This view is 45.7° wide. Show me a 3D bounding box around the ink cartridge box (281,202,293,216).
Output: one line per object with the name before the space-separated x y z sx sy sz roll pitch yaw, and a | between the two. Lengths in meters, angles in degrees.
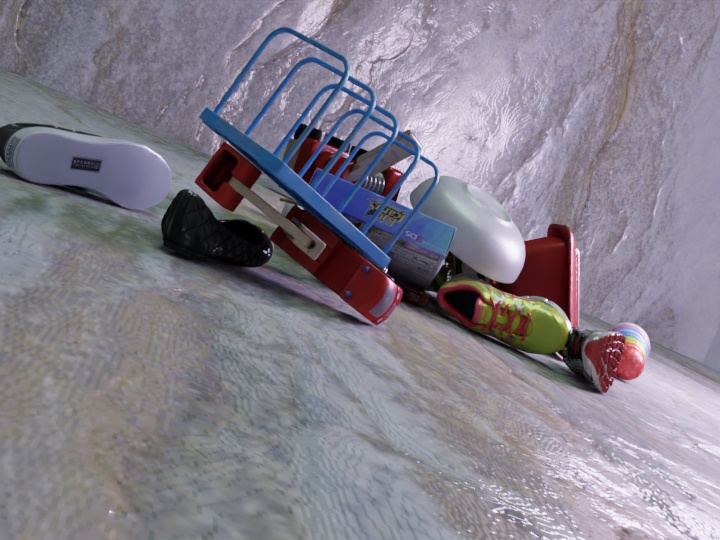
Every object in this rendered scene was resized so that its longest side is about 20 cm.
ink cartridge box | -0.025 -0.058 1.548 0.198 0.044 0.173 19 6 -41

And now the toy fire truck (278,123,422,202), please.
toy fire truck | 0.009 -0.140 1.199 0.174 0.131 0.198 16 6 -45

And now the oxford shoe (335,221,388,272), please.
oxford shoe | -0.012 -0.007 1.062 0.085 0.072 0.200 49 -4 -9

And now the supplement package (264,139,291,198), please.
supplement package | -0.151 -0.277 2.551 0.198 0.154 0.149 27 7 39

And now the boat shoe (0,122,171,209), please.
boat shoe | -0.286 -0.112 0.884 0.066 0.071 0.198 28 15 33

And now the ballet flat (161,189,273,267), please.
ballet flat | -0.129 -0.039 0.841 0.066 0.058 0.200 25 6 15

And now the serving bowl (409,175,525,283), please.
serving bowl | 0.168 -0.073 1.240 0.198 0.066 0.201 33 23 -16

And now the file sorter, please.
file sorter | -0.030 -0.121 0.849 0.138 0.123 0.200 38 -1 40

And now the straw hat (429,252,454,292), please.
straw hat | 0.128 -0.005 1.410 0.084 0.205 0.199 -24 -25 33

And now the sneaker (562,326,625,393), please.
sneaker | 0.304 0.115 1.139 0.081 0.079 0.200 20 -5 18

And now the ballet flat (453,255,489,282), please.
ballet flat | 0.172 -0.009 1.306 0.067 0.068 0.201 -5 33 9

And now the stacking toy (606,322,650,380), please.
stacking toy | 0.453 0.141 1.450 0.084 0.087 0.200 24 9 14

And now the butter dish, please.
butter dish | 0.263 0.029 1.355 0.144 0.205 0.199 0 4 2

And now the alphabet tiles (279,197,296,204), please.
alphabet tiles | -0.022 -0.089 1.349 0.197 0.006 0.166 11 6 -29

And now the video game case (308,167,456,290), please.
video game case | 0.021 -0.052 1.161 0.197 0.046 0.182 24 -14 3

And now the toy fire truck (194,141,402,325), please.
toy fire truck | -0.054 -0.031 0.818 0.199 0.049 0.141 39 0 18

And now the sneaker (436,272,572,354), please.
sneaker | 0.186 0.064 1.151 0.197 0.080 0.090 19 11 29

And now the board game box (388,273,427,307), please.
board game box | 0.000 0.000 1.218 0.197 0.020 0.103 23 4 -1
